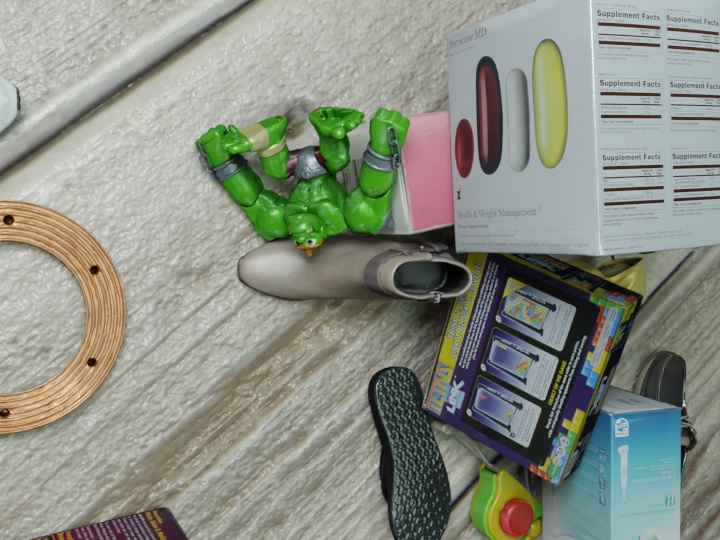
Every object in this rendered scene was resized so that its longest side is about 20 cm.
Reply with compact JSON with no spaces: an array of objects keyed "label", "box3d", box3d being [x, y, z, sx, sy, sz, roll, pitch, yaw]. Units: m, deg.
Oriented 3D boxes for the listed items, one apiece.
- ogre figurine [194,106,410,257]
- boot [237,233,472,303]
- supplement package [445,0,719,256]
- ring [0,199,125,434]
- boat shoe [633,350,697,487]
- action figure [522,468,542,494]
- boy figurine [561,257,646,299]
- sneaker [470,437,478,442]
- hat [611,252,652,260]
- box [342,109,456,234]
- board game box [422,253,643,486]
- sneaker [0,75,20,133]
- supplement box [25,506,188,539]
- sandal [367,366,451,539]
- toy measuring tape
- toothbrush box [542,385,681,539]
[{"label":"ogre figurine","box3d":[-0.044,-0.084,0.763,0.200,0.098,0.120,-13,122,7]},{"label":"boot","box3d":[0.000,0.000,0.793,0.200,0.146,0.070,-6,99,-26]},{"label":"supplement package","box3d":[0.186,-0.117,0.710,0.147,0.191,0.200,-5,93,-27]},{"label":"ring","box3d":[-0.303,0.040,0.713,0.200,0.019,0.201,-2,94,-27]},{"label":"boat shoe","box3d":[0.390,0.203,1.053,0.074,0.073,0.200,6,92,-28]},{"label":"action figure","box3d":[0.265,0.209,0.994,0.200,0.069,0.130,6,98,-24]},{"label":"boy figurine","box3d":[0.219,0.006,0.905,0.200,0.124,0.065,6,96,-4]},{"label":"sneaker","box3d":[0.179,0.105,0.935,0.081,0.075,0.200,44,76,-23]},{"label":"hat","box3d":[0.305,-0.028,0.926,0.200,0.165,0.176,14,77,-46]},{"label":"box","box3d":[0.095,-0.107,0.843,0.200,0.128,0.109,-14,99,-26]},{"label":"board game box","box3d":[0.163,0.085,0.826,0.057,0.165,0.200,-17,128,-51]},{"label":"sneaker","box3d":[-0.361,-0.124,0.631,0.200,0.087,0.075,-9,97,-28]},{"label":"supplement box","box3d":[-0.246,0.281,0.712,0.200,0.110,0.086,-7,98,-26]},{"label":"sandal","box3d":[0.050,0.203,0.899,0.075,0.048,0.201,-7,85,-25]},{"label":"toy measuring tape","box3d":[0.135,0.248,0.930,0.200,0.074,0.074,45,75,-23]},{"label":"toothbrush box","box3d":[0.261,0.232,0.886,0.085,0.146,0.200,-1,92,-15]}]
